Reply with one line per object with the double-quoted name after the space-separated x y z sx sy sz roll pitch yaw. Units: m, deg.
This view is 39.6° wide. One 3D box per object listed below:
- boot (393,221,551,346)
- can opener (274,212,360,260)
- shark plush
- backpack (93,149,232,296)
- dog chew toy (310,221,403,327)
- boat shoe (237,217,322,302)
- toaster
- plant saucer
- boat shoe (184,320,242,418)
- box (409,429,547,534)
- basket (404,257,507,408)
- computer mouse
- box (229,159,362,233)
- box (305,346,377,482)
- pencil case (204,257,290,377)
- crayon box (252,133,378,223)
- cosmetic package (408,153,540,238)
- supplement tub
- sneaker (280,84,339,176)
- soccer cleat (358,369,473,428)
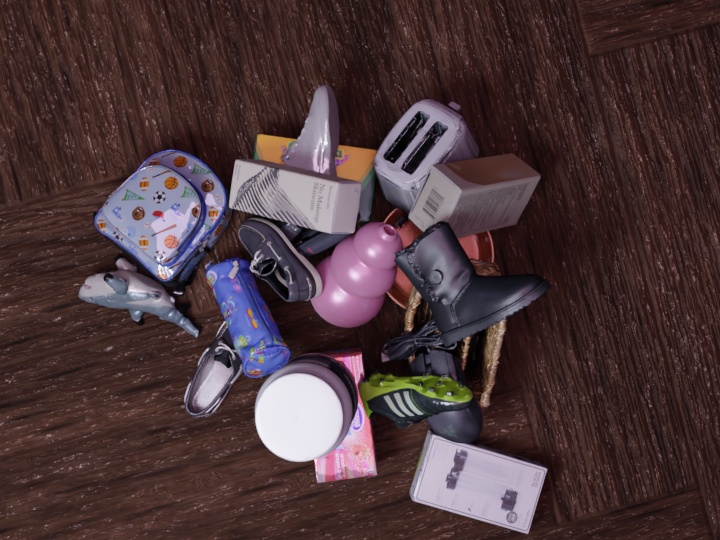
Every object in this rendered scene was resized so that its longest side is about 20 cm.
0.155 0.002 1.443 0.200 0.076 0.168 -30 89 38 "boot"
-0.075 -0.050 1.581 0.079 0.200 0.063 37 56 -31 "can opener"
-0.355 0.051 1.638 0.200 0.091 0.083 24 110 -22 "shark plush"
-0.304 -0.094 1.583 0.200 0.154 0.191 40 79 1 "backpack"
0.000 0.000 1.569 0.124 0.125 0.200 33 131 -2 "dog chew toy"
-0.143 -0.017 1.579 0.063 0.073 0.200 -22 49 -35 "boat shoe"
0.097 -0.174 1.580 0.114 0.129 0.200 36 82 24 "toaster"
0.120 -0.025 1.651 0.200 0.032 0.201 0 90 -2 "plant saucer"
-0.226 0.149 1.625 0.074 0.060 0.200 33 88 4 "boat shoe"
0.192 0.345 1.644 0.200 0.060 0.117 16 90 -3 "box"
0.142 0.092 1.565 0.142 0.149 0.200 7 114 -4 "basket"
0.116 0.184 1.543 0.138 0.053 0.200 -26 91 36 "computer mouse"
-0.100 -0.114 1.513 0.200 0.068 0.082 14 101 32 "box"
-0.033 0.231 1.616 0.102 0.095 0.200 -7 91 -1 "box"
-0.179 0.068 1.576 0.078 0.087 0.200 -13 59 -24 "pencil case"
-0.077 -0.149 1.629 0.200 0.058 0.119 7 90 -2 "crayon box"
0.180 -0.116 1.561 0.071 0.200 0.105 45 128 29 "cosmetic package"
-0.078 0.200 1.467 0.140 0.200 0.141 0 91 4 "supplement tub"
-0.082 -0.192 1.569 0.088 0.075 0.200 2 88 15 "sneaker"
0.086 0.199 1.508 0.200 0.067 0.081 2 111 38 "soccer cleat"
